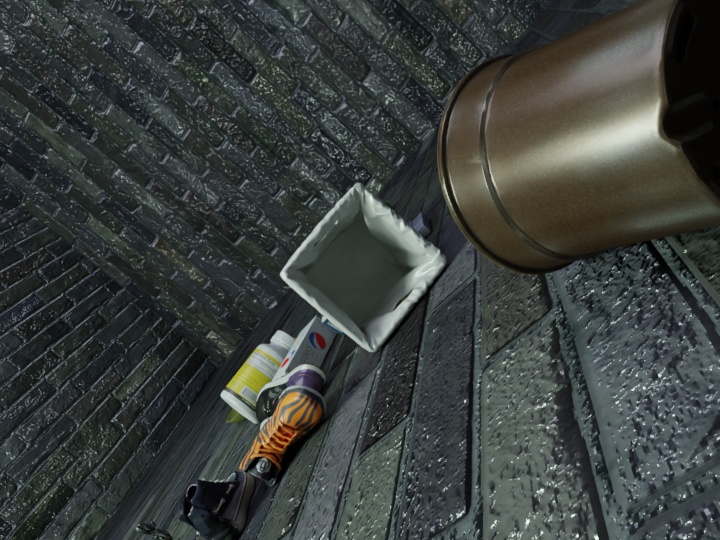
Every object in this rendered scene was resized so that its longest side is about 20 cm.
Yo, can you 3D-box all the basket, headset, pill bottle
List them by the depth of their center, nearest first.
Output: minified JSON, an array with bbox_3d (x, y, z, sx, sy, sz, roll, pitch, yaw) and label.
[{"bbox_3d":[-0.374,0.521,0.911,0.201,0.094,0.123,-61,9,1],"label":"headset"},{"bbox_3d":[0.000,0.000,0.926,0.199,0.200,0.161,-50,3,-7],"label":"basket"},{"bbox_3d":[-0.222,0.243,1.283,0.200,0.111,0.111,-52,9,-23],"label":"pill bottle"}]

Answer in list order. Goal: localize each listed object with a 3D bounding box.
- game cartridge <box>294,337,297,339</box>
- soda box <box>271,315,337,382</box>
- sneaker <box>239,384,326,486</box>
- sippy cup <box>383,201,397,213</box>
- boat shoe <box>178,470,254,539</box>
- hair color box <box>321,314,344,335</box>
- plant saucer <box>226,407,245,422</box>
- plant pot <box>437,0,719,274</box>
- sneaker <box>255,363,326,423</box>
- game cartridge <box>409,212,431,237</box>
[{"bbox_3d":[-0.234,0.241,1.446,0.176,0.033,0.200,-42,12,-22],"label":"game cartridge"},{"bbox_3d":[-0.117,0.185,1.156,0.068,0.064,0.200,-45,9,31],"label":"soda box"},{"bbox_3d":[-0.119,0.262,0.838,0.200,0.077,0.112,-57,6,42],"label":"sneaker"},{"bbox_3d":[-0.006,-0.079,1.211,0.178,0.130,0.140,-46,21,-8],"label":"sippy cup"},{"bbox_3d":[-0.229,0.356,0.879,0.075,0.093,0.200,-50,8,-4],"label":"boat shoe"},{"bbox_3d":[0.002,0.032,1.136,0.200,0.060,0.100,-46,25,28],"label":"hair color box"},{"bbox_3d":[-0.285,0.335,1.488,0.200,0.031,0.200,-48,8,9],"label":"plant saucer"},{"bbox_3d":[0.192,-0.101,0.414,0.201,0.200,0.198,-52,16,-16],"label":"plant pot"},{"bbox_3d":[-0.146,0.248,1.007,0.200,0.076,0.088,-43,16,37],"label":"sneaker"},{"bbox_3d":[0.079,-0.039,1.230,0.200,0.038,0.130,-48,4,16],"label":"game cartridge"}]
